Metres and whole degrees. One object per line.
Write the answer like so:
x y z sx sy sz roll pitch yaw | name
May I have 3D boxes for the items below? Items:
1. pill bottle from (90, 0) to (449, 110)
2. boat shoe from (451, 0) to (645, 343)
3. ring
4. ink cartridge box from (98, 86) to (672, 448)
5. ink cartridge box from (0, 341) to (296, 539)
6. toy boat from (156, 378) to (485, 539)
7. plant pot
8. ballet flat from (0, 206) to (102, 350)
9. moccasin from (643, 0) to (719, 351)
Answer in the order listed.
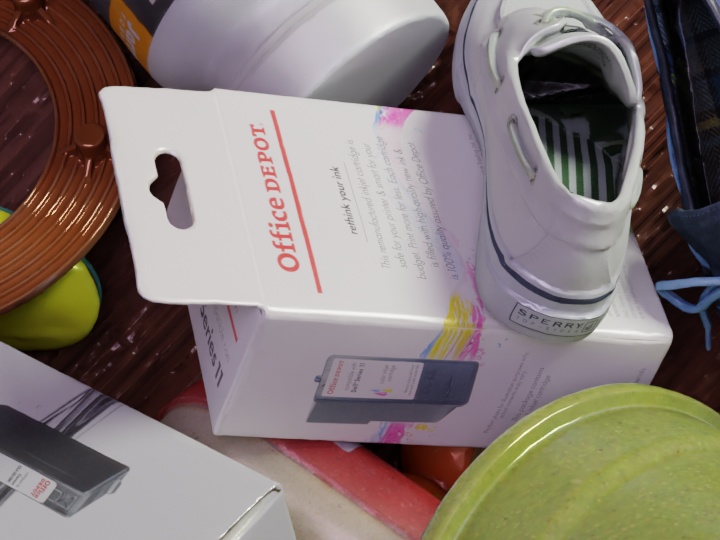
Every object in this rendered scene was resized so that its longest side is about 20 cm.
-0.062 -0.141 0.937 0.116 0.116 0.200 -40 76 3 | pill bottle
0.078 -0.061 0.857 0.073 0.067 0.200 12 40 -13 | boat shoe
-0.189 -0.058 0.954 0.200 0.019 0.201 -1 57 1 | ring
0.000 0.000 0.858 0.199 0.067 0.117 5 44 -21 | ink cartridge box
-0.112 0.112 0.855 0.200 0.145 0.084 24 54 33 | ink cartridge box
0.021 0.098 0.895 0.200 0.131 0.131 34 60 14 | toy boat
0.139 0.149 0.756 0.184 0.200 0.201 10 81 52 | plant pot
-0.205 -0.007 0.965 0.199 0.067 0.067 23 121 15 | ballet flat
0.136 -0.021 0.844 0.080 0.068 0.201 -26 76 39 | moccasin
